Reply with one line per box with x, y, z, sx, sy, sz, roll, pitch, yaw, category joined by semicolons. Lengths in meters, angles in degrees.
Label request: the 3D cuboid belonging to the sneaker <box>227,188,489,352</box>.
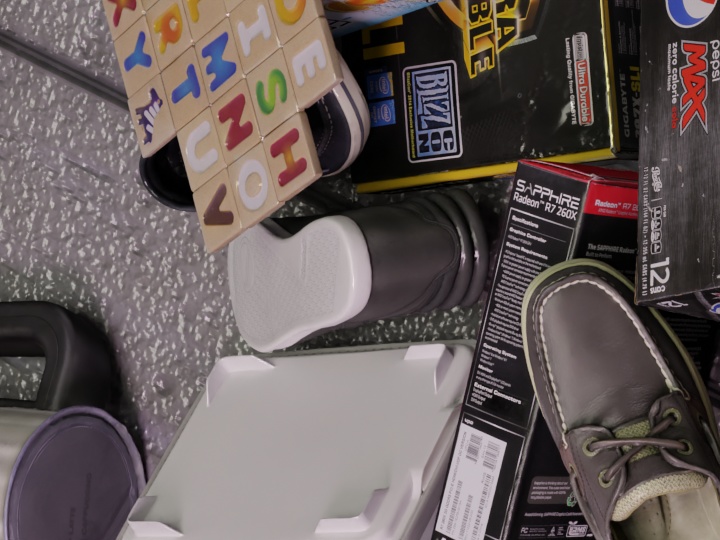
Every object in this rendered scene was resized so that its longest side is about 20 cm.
0.000;0.000;1.362;0.200;0.099;0.071;171;92;-67;sneaker

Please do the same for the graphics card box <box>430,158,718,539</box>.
0.107;0.051;1.242;0.051;0.125;0.201;19;101;42;graphics card box

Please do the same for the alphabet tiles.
-0.073;-0.119;1.311;0.167;0.008;0.201;-33;66;48;alphabet tiles

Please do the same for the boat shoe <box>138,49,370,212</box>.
-0.056;-0.069;1.354;0.075;0.062;0.200;61;152;-7;boat shoe

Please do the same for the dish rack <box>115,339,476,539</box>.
-0.028;0.095;1.327;0.199;0.172;0.044;-5;130;35;dish rack

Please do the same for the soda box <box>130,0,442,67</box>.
-0.039;-0.148;1.330;0.200;0.068;0.064;-12;80;52;soda box

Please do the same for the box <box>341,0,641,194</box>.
0.064;-0.145;1.326;0.159;0.049;0.201;-6;86;38;box

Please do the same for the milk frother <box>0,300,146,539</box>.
-0.249;0.095;1.459;0.187;0.200;0.182;1;86;36;milk frother

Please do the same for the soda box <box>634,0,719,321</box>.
0.167;-0.082;1.166;0.071;0.063;0.201;-13;71;49;soda box

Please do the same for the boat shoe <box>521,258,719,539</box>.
0.128;0.090;1.151;0.071;0.066;0.202;-22;92;3;boat shoe
